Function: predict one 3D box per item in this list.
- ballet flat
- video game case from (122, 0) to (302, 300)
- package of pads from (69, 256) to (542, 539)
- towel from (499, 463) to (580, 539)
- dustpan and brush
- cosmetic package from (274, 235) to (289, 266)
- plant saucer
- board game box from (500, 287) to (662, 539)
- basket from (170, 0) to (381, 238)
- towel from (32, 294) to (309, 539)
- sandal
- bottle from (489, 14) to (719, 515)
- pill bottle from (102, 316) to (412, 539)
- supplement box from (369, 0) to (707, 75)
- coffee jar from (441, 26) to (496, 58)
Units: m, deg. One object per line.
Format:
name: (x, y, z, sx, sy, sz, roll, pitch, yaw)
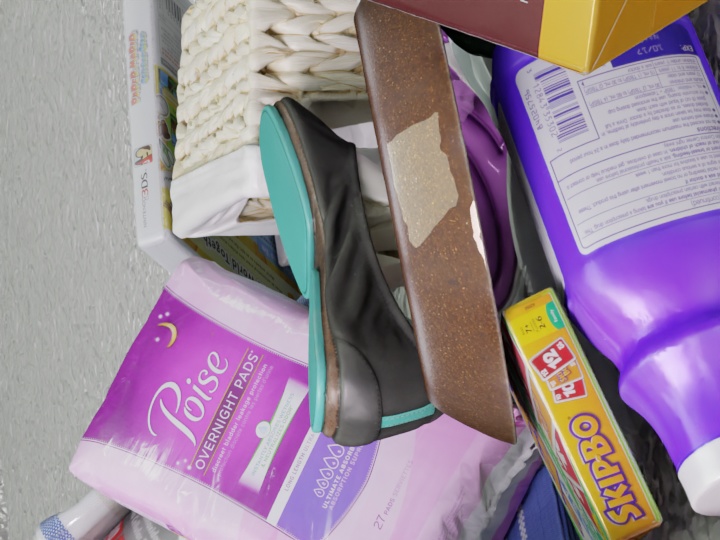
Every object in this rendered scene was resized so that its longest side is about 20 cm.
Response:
ballet flat: (0.000, 0.000, 1.185, 0.068, 0.068, 0.201, 97, 166, -45)
video game case: (-0.077, -0.053, 1.556, 0.200, 0.023, 0.183, 44, -146, -54)
package of pads: (-0.022, 0.084, 1.222, 0.121, 0.199, 0.076, -62, -29, -6)
towel: (0.041, 0.192, 1.208, 0.200, 0.024, 0.145, -46, 31, 28)
dustpan and brush: (0.083, -0.043, 1.140, 0.140, 0.057, 0.201, 104, 158, -47)
cosmetic package: (-0.030, -0.111, 1.561, 0.083, 0.050, 0.201, 120, 143, -67)
plant saucer: (0.027, -0.027, 1.062, 0.200, 0.034, 0.201, -12, -90, -88)
board game box: (0.085, 0.066, 1.074, 0.200, 0.030, 0.096, 54, -169, -81)
basket: (-0.018, -0.088, 1.367, 0.200, 0.135, 0.124, 159, 109, -74)
towel: (-0.084, 0.080, 1.373, 0.024, 0.200, 0.147, 46, 175, 8)
sandal: (0.048, -0.063, 1.234, 0.050, 0.082, 0.204, -101, 1, -65)
bottle: (0.112, -0.008, 0.997, 0.065, 0.083, 0.201, 84, 168, -63)
pill bottle: (-0.032, 0.115, 1.327, 0.200, 0.114, 0.114, -46, 31, 11)
supplement box: (0.038, -0.206, 0.953, 0.199, 0.133, 0.198, 21, 122, 27)
coffee jar: (0.075, -0.192, 1.092, 0.104, 0.085, 0.201, -117, 28, -54)
